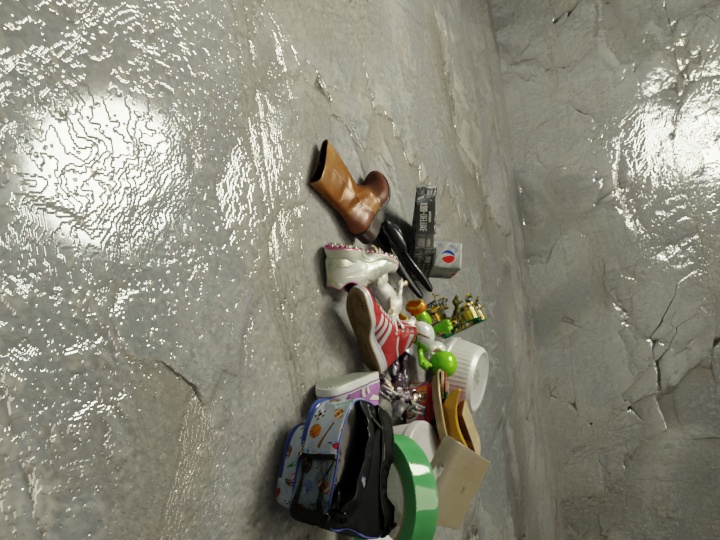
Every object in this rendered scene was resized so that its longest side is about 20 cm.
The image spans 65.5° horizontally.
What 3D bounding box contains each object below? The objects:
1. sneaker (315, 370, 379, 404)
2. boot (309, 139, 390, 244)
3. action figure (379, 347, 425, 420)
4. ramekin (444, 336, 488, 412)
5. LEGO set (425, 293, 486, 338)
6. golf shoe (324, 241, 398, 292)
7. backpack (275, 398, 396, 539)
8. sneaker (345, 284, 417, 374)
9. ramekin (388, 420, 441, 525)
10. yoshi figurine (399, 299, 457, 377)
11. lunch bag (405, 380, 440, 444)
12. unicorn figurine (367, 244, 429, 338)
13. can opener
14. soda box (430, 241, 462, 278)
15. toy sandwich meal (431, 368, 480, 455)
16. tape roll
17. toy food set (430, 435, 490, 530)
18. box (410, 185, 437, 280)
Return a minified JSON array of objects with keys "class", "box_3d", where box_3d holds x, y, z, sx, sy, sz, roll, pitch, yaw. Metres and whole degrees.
[{"class":"sneaker","box_3d":[-0.013,0.242,0.986,0.200,0.072,0.115,11,76,-63]},{"class":"boot","box_3d":[-0.024,-0.180,1.113,0.200,0.068,0.189,47,50,-39]},{"class":"action figure","box_3d":[0.077,0.219,1.151,0.130,0.069,0.201,41,35,-29]},{"class":"ramekin","box_3d":[0.267,0.279,1.461,0.202,0.094,0.204,-28,123,-56]},{"class":"LEGO set","box_3d":[0.231,0.094,1.420,0.200,0.153,0.117,7,56,-63]},{"class":"golf shoe","box_3d":[0.000,0.000,1.076,0.199,0.075,0.092,8,89,-49]},{"class":"backpack","box_3d":[-0.027,0.292,0.852,0.200,0.153,0.192,49,50,-52]},{"class":"sneaker","box_3d":[0.043,0.093,1.070,0.112,0.071,0.201,-32,126,-28]},{"class":"ramekin","box_3d":[0.084,0.397,1.093,0.202,0.093,0.204,28,59,-60]},{"class":"yoshi figurine","box_3d":[0.162,0.169,1.280,0.201,0.112,0.112,56,25,-23]},{"class":"lunch bag","box_3d":[0.171,0.353,1.322,0.200,0.081,0.177,55,33,-42]},{"class":"unicorn figurine","box_3d":[0.064,0.053,1.185,0.200,0.074,0.138,43,36,-13]},{"class":"can opener","box_3d":[0.092,-0.022,1.239,0.201,0.063,0.079,59,13,-16]},{"class":"soda box","box_3d":[0.206,-0.023,1.390,0.200,0.068,0.064,79,15,-82]},{"class":"toy sandwich meal","box_3d":[0.205,0.308,1.195,0.205,0.070,0.207,-11,90,-77]},{"class":"tape roll","box_3d":[0.046,0.375,0.925,0.048,0.200,0.202,11,71,-33]},{"class":"toy food set","box_3d":[0.167,0.398,1.052,0.144,0.060,0.200,-60,141,-10]},{"class":"box","box_3d":[0.149,-0.084,1.335,0.200,0.049,0.159,86,7,-66]}]
